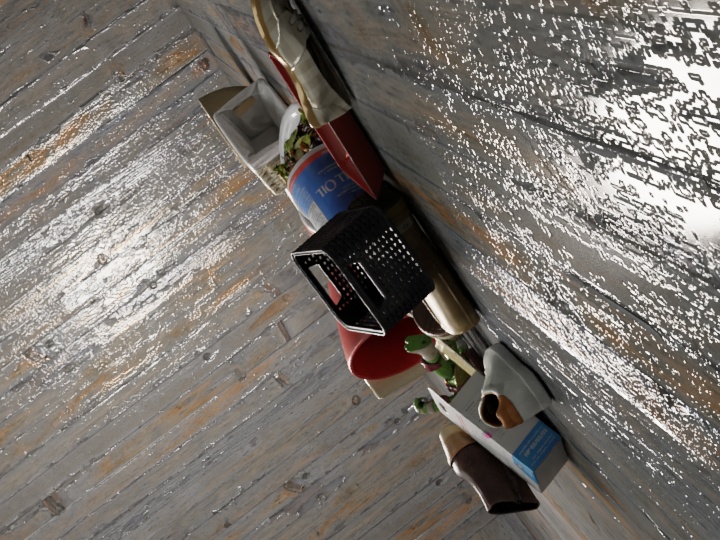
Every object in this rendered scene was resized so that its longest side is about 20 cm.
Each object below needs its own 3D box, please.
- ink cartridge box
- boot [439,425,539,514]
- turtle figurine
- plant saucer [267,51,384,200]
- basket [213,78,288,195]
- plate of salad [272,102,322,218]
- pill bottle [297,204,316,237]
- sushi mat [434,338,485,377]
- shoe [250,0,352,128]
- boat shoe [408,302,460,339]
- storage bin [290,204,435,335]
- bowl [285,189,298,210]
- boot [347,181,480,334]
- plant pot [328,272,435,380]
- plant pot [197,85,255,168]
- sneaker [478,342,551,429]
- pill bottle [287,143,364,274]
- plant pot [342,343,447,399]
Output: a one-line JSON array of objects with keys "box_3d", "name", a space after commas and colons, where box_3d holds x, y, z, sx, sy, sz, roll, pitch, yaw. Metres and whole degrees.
[{"box_3d": [0.198, 0.221, 1.541, 0.199, 0.068, 0.115, 37, 168, 28], "name": "ink cartridge box"}, {"box_3d": [0.225, 0.303, 1.627, 0.197, 0.073, 0.167, 4, -146, -36], "name": "boot"}, {"box_3d": [0.124, 0.159, 1.791, 0.200, 0.143, 0.196, 44, 166, 55], "name": "turtle figurine"}, {"box_3d": [-0.041, -0.204, 1.416, 0.202, 0.036, 0.200, 57, 177, -22], "name": "plant saucer"}, {"box_3d": [-0.187, -0.267, 2.158, 0.201, 0.135, 0.124, 53, 179, 42], "name": "basket"}, {"box_3d": [-0.099, -0.180, 1.797, 0.200, 0.047, 0.204, 36, 133, 52], "name": "plate of salad"}, {"box_3d": [-0.048, -0.098, 1.962, 0.115, 0.113, 0.200, 54, 177, 13], "name": "pill bottle"}, {"box_3d": [0.190, 0.169, 1.609, 0.199, 0.012, 0.096, 41, 173, 12], "name": "sushi mat"}, {"box_3d": [-0.067, -0.254, 1.216, 0.071, 0.052, 0.202, -80, -29, -46], "name": "shoe"}, {"box_3d": [0.117, 0.055, 1.615, 0.074, 0.076, 0.202, 17, -171, -28], "name": "boat shoe"}, {"box_3d": [0.000, 0.000, 1.409, 0.136, 0.093, 0.200, 53, 167, -10], "name": "storage bin"}, {"box_3d": [-0.098, -0.156, 2.375, 0.203, 0.090, 0.201, 55, 178, 3], "name": "bowl"}, {"box_3d": [0.069, -0.016, 1.460, 0.201, 0.066, 0.175, 55, 178, -19], "name": "boot"}, {"box_3d": [0.035, 0.070, 1.941, 0.179, 0.198, 0.201, 63, -178, 31], "name": "plant pot"}, {"box_3d": [-0.288, -0.372, 2.618, 0.202, 0.133, 0.200, 55, 177, 4], "name": "plant pot"}, {"box_3d": [0.178, 0.152, 1.387, 0.073, 0.084, 0.200, 53, 179, -9], "name": "sneaker"}, {"box_3d": [-0.016, -0.086, 1.605, 0.201, 0.111, 0.112, 53, 177, 20], "name": "pill bottle"}, {"box_3d": [0.070, 0.146, 2.100, 0.202, 0.182, 0.200, 55, 177, 4], "name": "plant pot"}]
